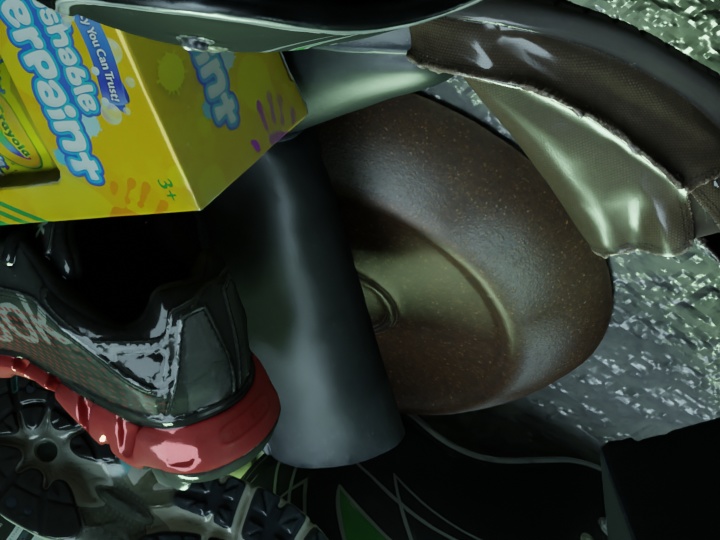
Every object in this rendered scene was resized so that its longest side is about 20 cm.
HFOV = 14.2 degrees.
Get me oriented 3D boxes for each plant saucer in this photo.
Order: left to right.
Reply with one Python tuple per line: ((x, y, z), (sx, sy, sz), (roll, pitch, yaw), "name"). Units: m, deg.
((0.000, 0.000, 1.146), (0.199, 0.037, 0.201), (16, 145, 12), "plant saucer")

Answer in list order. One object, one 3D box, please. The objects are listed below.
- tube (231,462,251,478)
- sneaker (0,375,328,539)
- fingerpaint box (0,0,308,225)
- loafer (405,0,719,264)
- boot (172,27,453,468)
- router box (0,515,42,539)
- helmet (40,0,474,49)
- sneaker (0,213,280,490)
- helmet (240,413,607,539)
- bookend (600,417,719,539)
((-0.078, 0.072, 1.262), (0.058, 0.052, 0.200), (47, 164, 11), "tube")
((-0.064, 0.109, 1.151), (0.200, 0.078, 0.086), (38, 180, 19), "sneaker")
((-0.132, -0.116, 0.969), (0.166, 0.073, 0.201), (-3, 119, 39), "fingerpaint box")
((0.094, -0.037, 0.952), (0.199, 0.071, 0.073), (25, -176, -26), "loafer")
((-0.015, -0.016, 1.045), (0.164, 0.066, 0.201), (11, 122, 35), "boot")
((-0.222, 0.059, 1.232), (0.200, 0.052, 0.157), (38, -179, 44), "router box")
((-0.034, -0.153, 0.797), (0.200, 0.200, 0.191), (46, 172, -30), "helmet")
((-0.116, 0.000, 1.047), (0.200, 0.071, 0.098), (23, 137, 29), "sneaker")
((0.022, 0.159, 1.232), (0.190, 0.201, 0.200), (13, 150, -15), "helmet")
((0.167, 0.063, 0.992), (0.199, 0.092, 0.199), (-15, 143, -3), "bookend")
